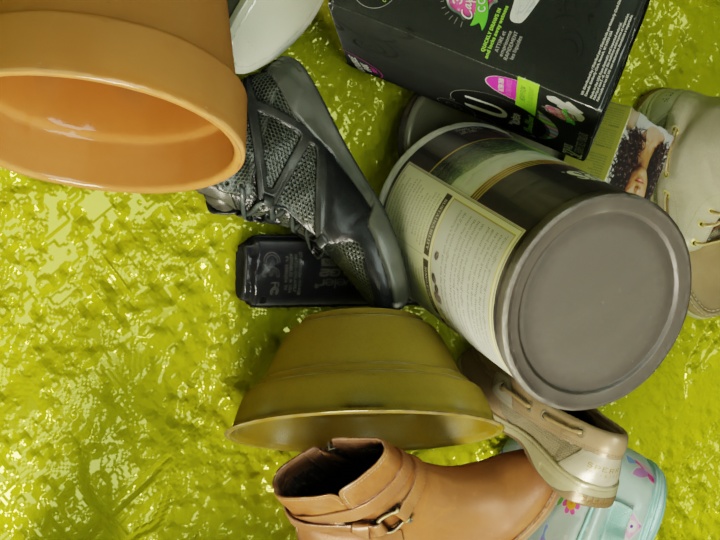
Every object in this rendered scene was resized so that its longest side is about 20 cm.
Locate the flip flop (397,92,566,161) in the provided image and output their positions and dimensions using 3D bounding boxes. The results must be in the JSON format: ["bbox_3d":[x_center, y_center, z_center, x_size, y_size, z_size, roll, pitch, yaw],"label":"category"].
[{"bbox_3d":[0.116,-0.111,1.140,0.198,0.057,0.082,-4,99,-29],"label":"flip flop"}]

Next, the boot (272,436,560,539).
[{"bbox_3d":[0.042,0.154,1.064,0.198,0.077,0.156,-20,138,10],"label":"boot"}]

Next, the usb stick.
[{"bbox_3d":[0.000,0.000,1.107,0.198,0.033,0.056,-1,102,-27],"label":"usb stick"}]

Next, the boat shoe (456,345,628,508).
[{"bbox_3d":[0.138,0.098,1.091,0.070,0.200,0.065,6,113,-31],"label":"boat shoe"}]

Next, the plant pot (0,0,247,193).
[{"bbox_3d":[-0.165,-0.149,0.933,0.198,0.199,0.142,13,73,-27],"label":"plant pot"}]

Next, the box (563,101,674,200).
[{"bbox_3d":[0.180,-0.030,1.165,0.075,0.050,0.202,19,92,-46],"label":"box"}]

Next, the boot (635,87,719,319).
[{"bbox_3d":[0.299,-0.050,1.184,0.071,0.154,0.203,-19,103,-24],"label":"boot"}]

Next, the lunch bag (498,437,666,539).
[{"bbox_3d":[0.149,0.222,1.130,0.077,0.160,0.202,26,82,-25],"label":"lunch bag"}]

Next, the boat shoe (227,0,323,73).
[{"bbox_3d":[-0.051,-0.231,1.046,0.203,0.060,0.072,-56,151,-10],"label":"boat shoe"}]

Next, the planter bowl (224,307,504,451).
[{"bbox_3d":[0.002,0.076,1.039,0.198,0.200,0.085,6,73,-27],"label":"planter bowl"}]

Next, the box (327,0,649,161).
[{"bbox_3d":[0.095,-0.183,1.030,0.198,0.149,0.126,23,83,7],"label":"box"}]

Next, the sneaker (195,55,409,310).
[{"bbox_3d":[-0.048,-0.042,1.040,0.113,0.076,0.201,-31,89,-16],"label":"sneaker"}]

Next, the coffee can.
[{"bbox_3d":[0.114,-0.010,1.022,0.145,0.200,0.148,-9,112,-23],"label":"coffee can"}]
